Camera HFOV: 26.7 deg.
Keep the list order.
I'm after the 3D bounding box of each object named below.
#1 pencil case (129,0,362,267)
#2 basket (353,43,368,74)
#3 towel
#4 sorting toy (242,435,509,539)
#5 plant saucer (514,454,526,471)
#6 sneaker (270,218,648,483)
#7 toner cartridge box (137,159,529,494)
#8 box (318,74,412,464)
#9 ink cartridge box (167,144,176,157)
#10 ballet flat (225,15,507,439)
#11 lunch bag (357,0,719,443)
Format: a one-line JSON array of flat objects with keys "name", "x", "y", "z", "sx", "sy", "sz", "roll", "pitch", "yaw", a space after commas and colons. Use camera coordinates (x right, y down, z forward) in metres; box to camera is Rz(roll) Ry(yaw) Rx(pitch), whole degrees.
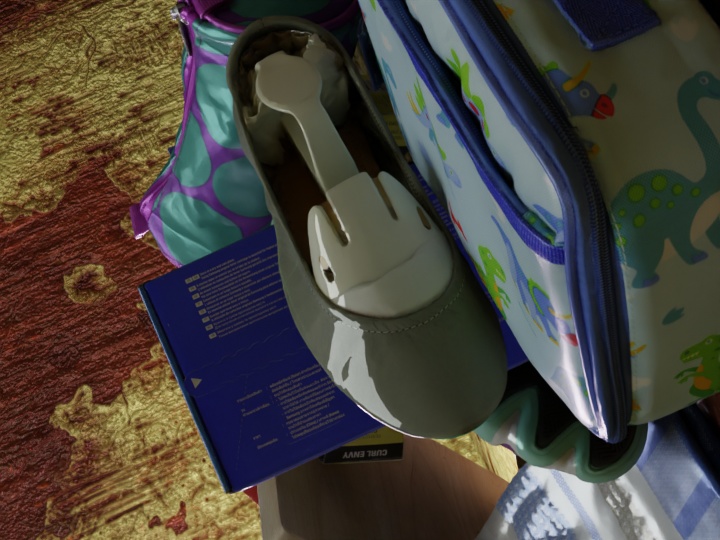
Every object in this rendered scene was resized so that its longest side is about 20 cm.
[{"name": "pencil case", "x": -0.061, "y": -0.081, "z": 0.769, "sx": 0.200, "sy": 0.092, "sz": 0.085, "roll": 110, "pitch": 152, "yaw": -52}, {"name": "basket", "x": -0.035, "y": -0.182, "z": 1.058, "sx": 0.200, "sy": 0.123, "sz": 0.136, "roll": -118, "pitch": 4, "yaw": -62}, {"name": "towel", "x": 0.113, "y": 0.140, "z": 0.711, "sx": 0.147, "sy": 0.024, "sz": 0.200, "roll": 63, "pitch": 142, "yaw": 35}, {"name": "sorting toy", "x": 0.012, "y": 0.160, "z": 0.880, "sx": 0.198, "sy": 0.070, "sz": 0.200, "roll": 30, "pitch": -162, "yaw": -18}, {"name": "plant saucer", "x": 0.130, "y": 0.122, "z": 1.028, "sx": 0.200, "sy": 0.035, "sz": 0.201, "roll": -14, "pitch": -90, "yaw": -81}, {"name": "sneaker", "x": 0.046, "y": 0.044, "z": 0.726, "sx": 0.200, "sy": 0.078, "sz": 0.140, "roll": 39, "pitch": 162, "yaw": 18}, {"name": "toner cartridge box", "x": 0.019, "y": 0.009, "z": 0.630, "sx": 0.043, "sy": 0.199, "sz": 0.095, "roll": 67, "pitch": 179, "yaw": -83}, {"name": "box", "x": 0.000, "y": 0.000, "z": 0.819, "sx": 0.075, "sy": 0.050, "sz": 0.201, "roll": -124, "pitch": 35, "yaw": -64}, {"name": "ink cartridge box", "x": -0.008, "y": -0.034, "z": 1.078, "sx": 0.201, "sy": 0.197, "sz": 0.047, "roll": 65, "pitch": 157, "yaw": 6}, {"name": "ballet flat", "x": -0.007, "y": -0.024, "z": 0.565, "sx": 0.064, "sy": 0.067, "sz": 0.200, "roll": 71, "pitch": 173, "yaw": -49}, {"name": "lunch bag", "x": 0.059, "y": -0.059, "z": 0.493, "sx": 0.161, "sy": 0.082, "sz": 0.200, "roll": 73, "pitch": 173, "yaw": -55}]
